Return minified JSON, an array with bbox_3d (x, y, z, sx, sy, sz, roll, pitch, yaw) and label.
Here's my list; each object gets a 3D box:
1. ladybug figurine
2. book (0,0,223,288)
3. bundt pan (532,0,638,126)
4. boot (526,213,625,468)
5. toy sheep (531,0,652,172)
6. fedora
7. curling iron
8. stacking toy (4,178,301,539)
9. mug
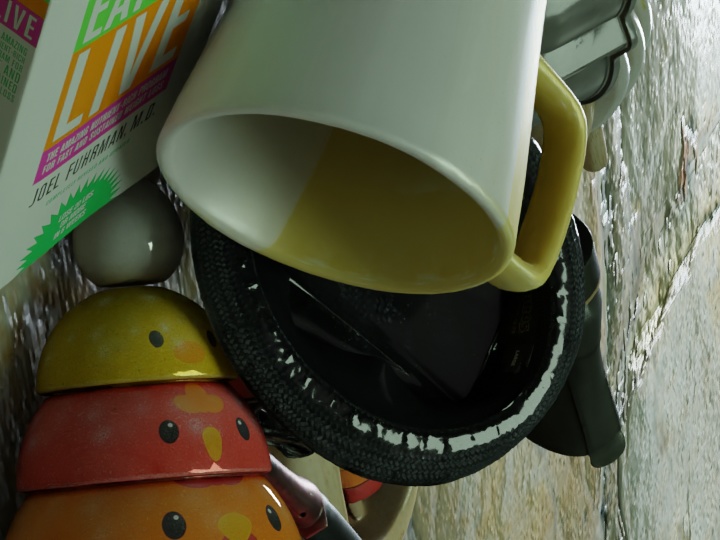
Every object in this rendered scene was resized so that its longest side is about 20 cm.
[{"bbox_3d":[-0.022,0.078,1.475,0.136,0.072,0.200,-54,148,-43],"label":"ladybug figurine"},{"bbox_3d":[-0.107,-0.089,1.142,0.134,0.048,0.200,-43,163,-43],"label":"book"},{"bbox_3d":[0.027,-0.140,1.350,0.076,0.202,0.202,-38,137,-34],"label":"bundt pan"},{"bbox_3d":[0.047,0.010,1.450,0.077,0.200,0.138,-33,134,-17],"label":"boot"},{"bbox_3d":[0.094,-0.134,1.587,0.138,0.138,0.200,74,7,-47],"label":"toy sheep"},{"bbox_3d":[0.000,0.000,1.310,0.200,0.092,0.201,3,82,-25],"label":"fedora"},{"bbox_3d":[-0.019,0.111,1.383,0.200,0.049,0.026,64,30,-57],"label":"curling iron"},{"bbox_3d":[-0.098,0.058,1.266,0.146,0.146,0.201,2,81,-67],"label":"stacking toy"},{"bbox_3d":[0.012,-0.083,1.216,0.187,0.149,0.153,73,31,-62],"label":"mug"}]
